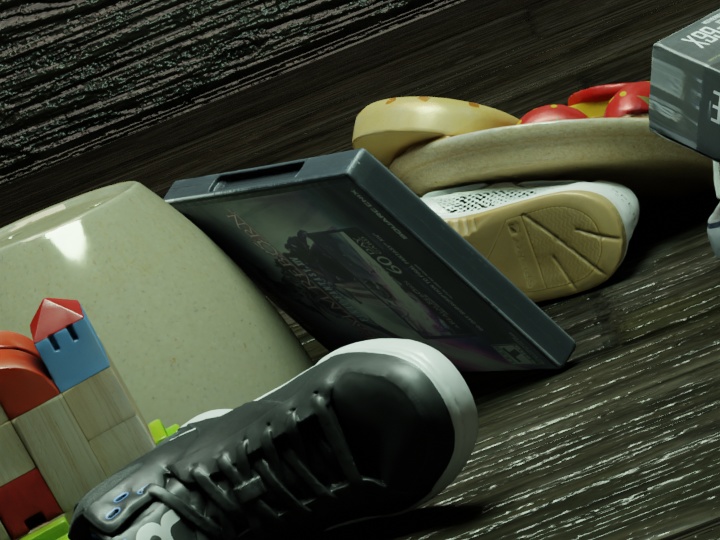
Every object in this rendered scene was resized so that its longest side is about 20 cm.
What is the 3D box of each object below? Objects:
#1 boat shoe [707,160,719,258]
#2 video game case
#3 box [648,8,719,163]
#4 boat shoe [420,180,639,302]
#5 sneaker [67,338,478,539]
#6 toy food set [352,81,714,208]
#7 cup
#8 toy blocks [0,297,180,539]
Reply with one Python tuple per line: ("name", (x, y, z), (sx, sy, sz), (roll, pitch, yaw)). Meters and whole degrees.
("boat shoe", (0.212, -0.071, 1.500), (0.074, 0.087, 0.202), (-17, 10, 31))
("video game case", (0.000, 0.000, 1.447), (0.019, 0.143, 0.200), (-56, 22, -20))
("box", (0.257, -0.094, 1.415), (0.157, 0.050, 0.199), (27, 42, 36))
("boat shoe", (0.055, -0.009, 1.589), (0.199, 0.071, 0.069), (-7, 14, 25))
("sneaker", (-0.044, 0.095, 1.231), (0.112, 0.073, 0.200), (-34, 6, -39))
("toy food set", (0.108, -0.066, 1.632), (0.199, 0.049, 0.198), (-9, -11, 26))
("cup", (-0.129, 0.041, 1.485), (0.199, 0.144, 0.200), (-22, 9, 4))
("toy blocks", (-0.176, 0.076, 1.334), (0.199, 0.137, 0.100), (-28, 20, -3))
